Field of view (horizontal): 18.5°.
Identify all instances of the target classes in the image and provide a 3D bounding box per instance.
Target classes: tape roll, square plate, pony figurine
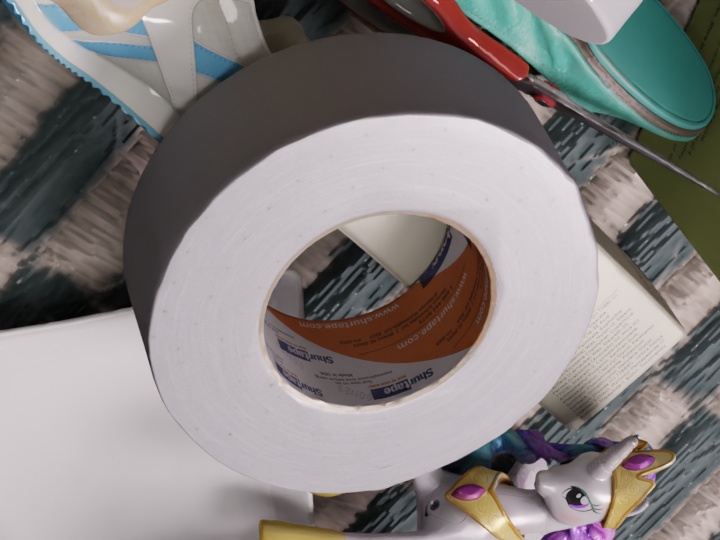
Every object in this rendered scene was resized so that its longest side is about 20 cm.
[{"bbox_3d":[0.000,0.000,0.955,0.199,0.066,0.202,-9,128,-11],"label":"tape roll"},{"bbox_3d":[-0.121,0.095,1.082,0.196,0.029,0.201,-11,126,-13],"label":"square plate"},{"bbox_3d":[0.056,0.148,1.095,0.198,0.167,0.194,-8,141,0],"label":"pony figurine"}]

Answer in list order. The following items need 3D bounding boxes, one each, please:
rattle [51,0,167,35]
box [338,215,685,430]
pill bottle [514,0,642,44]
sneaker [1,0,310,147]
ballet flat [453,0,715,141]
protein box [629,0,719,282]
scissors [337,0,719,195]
[{"bbox_3d":[-0.095,-0.190,0.803,0.130,0.143,0.201,-34,112,-20],"label":"rattle"},{"bbox_3d":[0.064,-0.013,1.053,0.082,0.069,0.200,-41,127,9],"label":"box"},{"bbox_3d":[0.121,-0.199,0.887,0.116,0.116,0.201,39,85,-36],"label":"pill bottle"},{"bbox_3d":[-0.099,-0.119,0.923,0.081,0.077,0.200,-48,132,4],"label":"sneaker"},{"bbox_3d":[0.079,-0.120,0.996,0.070,0.068,0.200,-19,136,41],"label":"ballet flat"},{"bbox_3d":[0.251,-0.072,1.000,0.134,0.200,0.200,8,119,-25],"label":"protein box"},{"bbox_3d":[0.071,-0.085,0.987,0.199,0.073,0.014,31,76,-20],"label":"scissors"}]
